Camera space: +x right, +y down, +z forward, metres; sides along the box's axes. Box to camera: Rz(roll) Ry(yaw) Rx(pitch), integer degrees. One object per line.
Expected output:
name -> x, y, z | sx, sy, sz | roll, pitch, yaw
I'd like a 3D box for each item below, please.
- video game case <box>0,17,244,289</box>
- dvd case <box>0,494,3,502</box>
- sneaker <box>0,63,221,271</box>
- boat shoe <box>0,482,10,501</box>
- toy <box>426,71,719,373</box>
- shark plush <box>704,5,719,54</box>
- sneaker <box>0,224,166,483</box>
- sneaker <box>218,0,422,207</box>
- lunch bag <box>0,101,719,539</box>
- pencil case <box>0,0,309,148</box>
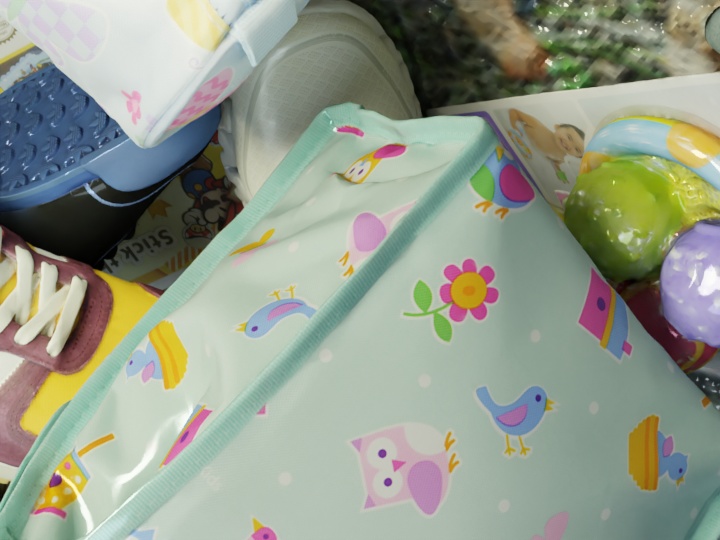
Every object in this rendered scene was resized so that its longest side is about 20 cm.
video game case -> -0.146, -0.053, 0.793 | 0.200, 0.023, 0.182 | -24, 118, 26
dvd case -> -0.215, 0.107, 0.846 | 0.200, 0.022, 0.146 | 41, 117, -12
sneaker -> -0.119, -0.012, 0.766 | 0.200, 0.070, 0.078 | -24, 129, 28
boat shoe -> -0.119, 0.131, 0.891 | 0.067, 0.072, 0.201 | 16, 125, 2
toy -> 0.091, -0.001, 0.690 | 0.115, 0.047, 0.200 | 55, 160, -18
shark plush -> 0.169, -0.033, 0.653 | 0.091, 0.083, 0.200 | 35, 164, -22
sneaker -> -0.132, 0.012, 0.692 | 0.199, 0.075, 0.090 | 6, 138, 2
sneaker -> 0.000, 0.000, 0.750 | 0.075, 0.081, 0.201 | -16, 122, -8
lunch bag -> -0.002, 0.077, 0.650 | 0.170, 0.200, 0.122 | 47, 165, -26
pencil case -> -0.102, -0.131, 0.656 | 0.200, 0.083, 0.091 | 45, 145, -1
